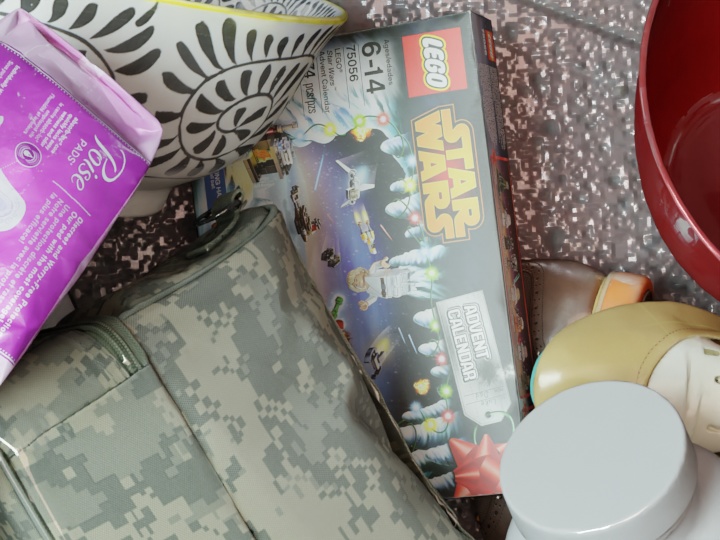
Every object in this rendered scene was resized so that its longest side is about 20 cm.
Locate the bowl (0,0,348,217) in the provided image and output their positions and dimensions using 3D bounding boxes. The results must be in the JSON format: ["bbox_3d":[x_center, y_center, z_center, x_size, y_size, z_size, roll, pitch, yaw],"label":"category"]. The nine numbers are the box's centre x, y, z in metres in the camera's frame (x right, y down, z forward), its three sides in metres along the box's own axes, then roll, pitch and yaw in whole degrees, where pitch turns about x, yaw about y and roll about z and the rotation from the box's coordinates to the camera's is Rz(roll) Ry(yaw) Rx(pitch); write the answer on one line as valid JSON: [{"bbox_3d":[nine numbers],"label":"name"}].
[{"bbox_3d":[-0.111,-0.078,0.762,0.199,0.201,0.095,12,103,-6],"label":"bowl"}]

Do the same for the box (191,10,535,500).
[{"bbox_3d":[0.000,0.000,0.832,0.136,0.040,0.202,-8,88,18],"label":"box"}]

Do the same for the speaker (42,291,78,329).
[{"bbox_3d":[-0.166,0.011,0.822,0.081,0.081,0.201,-26,92,-5],"label":"speaker"}]

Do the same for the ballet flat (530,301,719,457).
[{"bbox_3d":[0.163,0.052,0.824,0.199,0.063,0.069,6,94,-36],"label":"ballet flat"}]

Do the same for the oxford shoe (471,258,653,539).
[{"bbox_3d":[0.073,0.094,0.863,0.072,0.071,0.202,14,86,17],"label":"oxford shoe"}]

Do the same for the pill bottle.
[{"bbox_3d":[0.119,0.138,0.779,0.104,0.104,0.201,-31,129,-5],"label":"pill bottle"}]

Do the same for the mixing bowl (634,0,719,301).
[{"bbox_3d":[0.196,-0.051,0.834,0.198,0.108,0.202,4,71,-12],"label":"mixing bowl"}]

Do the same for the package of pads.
[{"bbox_3d":[-0.157,0.001,0.671,0.076,0.200,0.121,39,61,-16],"label":"package of pads"}]

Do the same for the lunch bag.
[{"bbox_3d":[-0.052,0.092,0.741,0.167,0.139,0.201,-35,99,-25],"label":"lunch bag"}]
